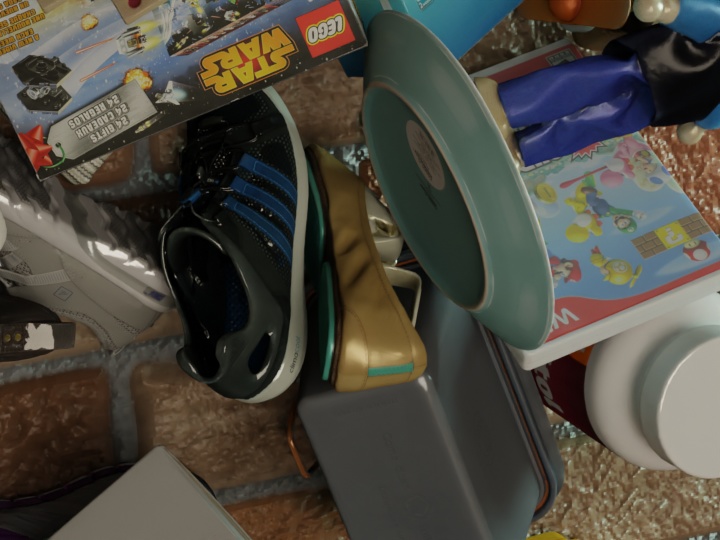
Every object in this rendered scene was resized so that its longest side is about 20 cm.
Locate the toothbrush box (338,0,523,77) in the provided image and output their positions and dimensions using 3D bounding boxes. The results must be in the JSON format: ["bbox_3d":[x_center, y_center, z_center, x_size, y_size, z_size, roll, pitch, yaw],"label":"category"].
[{"bbox_3d":[0.021,-0.230,1.525,0.146,0.085,0.201,-44,120,-30],"label":"toothbrush box"}]

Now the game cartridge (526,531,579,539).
[{"bbox_3d":[0.075,0.278,1.743,0.175,0.032,0.202,-13,110,-20],"label":"game cartridge"}]

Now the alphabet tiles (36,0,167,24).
[{"bbox_3d":[-0.123,-0.227,1.433,0.166,0.201,0.006,-32,152,1],"label":"alphabet tiles"}]

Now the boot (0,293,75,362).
[{"bbox_3d":[-0.277,0.036,1.480,0.174,0.199,0.070,-8,105,-55],"label":"boot"}]

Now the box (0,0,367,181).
[{"bbox_3d":[-0.112,-0.148,1.473,0.199,0.040,0.138,-22,117,5],"label":"box"}]

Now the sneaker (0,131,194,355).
[{"bbox_3d":[-0.193,-0.014,1.520,0.199,0.075,0.082,32,112,-18],"label":"sneaker"}]

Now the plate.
[{"bbox_3d":[0.043,-0.044,1.476,0.025,0.200,0.201,-25,113,-15],"label":"plate"}]

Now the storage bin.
[{"bbox_3d":[0.024,0.102,1.594,0.145,0.135,0.201,-14,113,16],"label":"storage bin"}]

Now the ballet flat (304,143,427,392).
[{"bbox_3d":[0.000,0.000,1.544,0.063,0.201,0.069,1,129,-9],"label":"ballet flat"}]

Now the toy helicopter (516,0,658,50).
[{"bbox_3d":[0.168,-0.171,1.579,0.131,0.200,0.080,-6,76,-11],"label":"toy helicopter"}]

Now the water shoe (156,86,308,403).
[{"bbox_3d":[-0.073,-0.028,1.518,0.079,0.071,0.201,21,54,-55],"label":"water shoe"}]

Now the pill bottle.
[{"bbox_3d":[0.166,0.051,1.624,0.112,0.200,0.114,-7,107,-22],"label":"pill bottle"}]

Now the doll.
[{"bbox_3d":[0.167,-0.114,1.552,0.199,0.049,0.137,-20,144,1],"label":"doll"}]

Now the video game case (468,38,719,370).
[{"bbox_3d":[0.109,-0.043,1.588,0.142,0.201,0.018,-21,145,-17],"label":"video game case"}]

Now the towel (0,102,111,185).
[{"bbox_3d":[-0.145,-0.175,1.518,0.200,0.035,0.193,-45,117,-7],"label":"towel"}]

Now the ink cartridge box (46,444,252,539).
[{"bbox_3d":[-0.098,0.223,1.541,0.145,0.145,0.200,-41,152,-8],"label":"ink cartridge box"}]

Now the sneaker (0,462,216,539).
[{"bbox_3d":[-0.168,0.165,1.572,0.199,0.087,0.075,-10,108,-21],"label":"sneaker"}]

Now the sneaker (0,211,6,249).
[{"bbox_3d":[-0.297,-0.018,1.413,0.199,0.147,0.081,30,135,-7],"label":"sneaker"}]
